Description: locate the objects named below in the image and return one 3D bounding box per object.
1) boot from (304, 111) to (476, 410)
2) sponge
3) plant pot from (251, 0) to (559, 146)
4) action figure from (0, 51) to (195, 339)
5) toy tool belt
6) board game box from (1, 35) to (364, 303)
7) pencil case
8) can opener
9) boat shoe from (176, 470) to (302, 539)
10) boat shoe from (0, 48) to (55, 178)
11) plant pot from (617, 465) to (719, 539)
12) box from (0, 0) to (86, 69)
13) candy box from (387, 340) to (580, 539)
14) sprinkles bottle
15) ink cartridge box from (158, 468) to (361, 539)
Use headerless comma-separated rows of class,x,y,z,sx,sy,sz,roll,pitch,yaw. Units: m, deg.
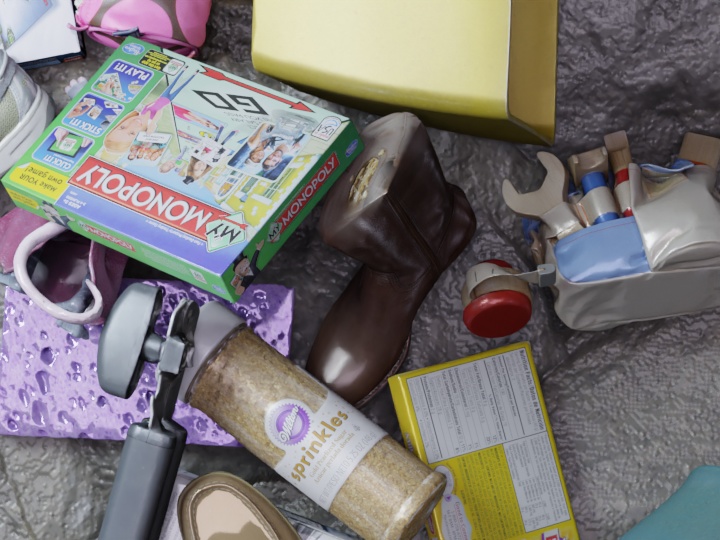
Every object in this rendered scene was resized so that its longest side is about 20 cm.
boot,0.000,0.000,1.624,0.064,0.200,0.187,30,85,16
sponge,-0.146,0.061,1.714,0.199,0.030,0.112,3,87,2
plant pot,0.030,-0.189,1.647,0.175,0.200,0.201,1,88,13
action figure,-0.168,-0.065,1.660,0.134,0.149,0.200,35,86,4
toy tool belt,0.157,-0.028,1.679,0.199,0.125,0.123,-10,56,-2
board game box,-0.113,-0.067,1.573,0.199,0.029,0.135,22,62,36
pencil case,-0.136,-0.245,1.697,0.093,0.091,0.201,10,85,-4
can opener,-0.148,0.109,1.612,0.067,0.053,0.201,17,96,10
boat shoe,-0.053,0.217,1.602,0.071,0.065,0.201,-32,86,0
boat shoe,-0.296,-0.064,1.690,0.202,0.074,0.065,-41,124,1
plant pot,0.225,0.236,1.623,0.200,0.200,0.188,33,75,3
box,-0.273,-0.233,1.725,0.136,0.038,0.201,-10,87,1
candy box,0.090,0.156,1.689,0.102,0.026,0.201,-13,87,-24
sprinkles bottle,-0.039,0.103,1.648,0.200,0.068,0.068,37,89,11
ink cartridge box,-0.064,0.234,1.676,0.199,0.086,0.147,21,88,1
